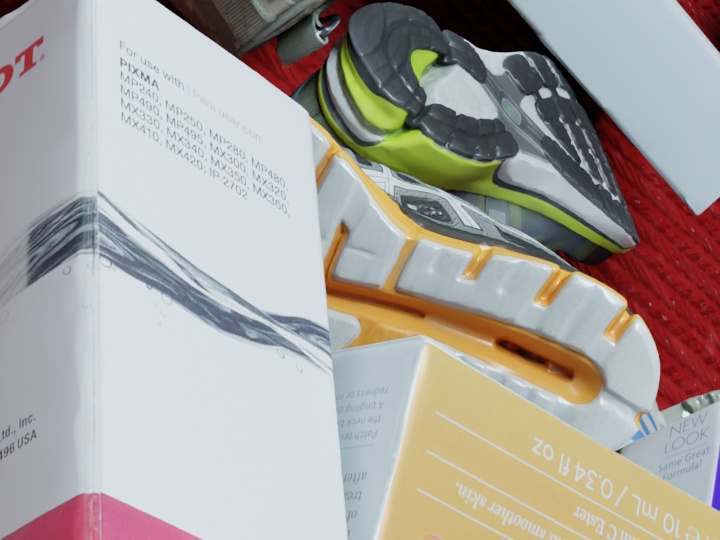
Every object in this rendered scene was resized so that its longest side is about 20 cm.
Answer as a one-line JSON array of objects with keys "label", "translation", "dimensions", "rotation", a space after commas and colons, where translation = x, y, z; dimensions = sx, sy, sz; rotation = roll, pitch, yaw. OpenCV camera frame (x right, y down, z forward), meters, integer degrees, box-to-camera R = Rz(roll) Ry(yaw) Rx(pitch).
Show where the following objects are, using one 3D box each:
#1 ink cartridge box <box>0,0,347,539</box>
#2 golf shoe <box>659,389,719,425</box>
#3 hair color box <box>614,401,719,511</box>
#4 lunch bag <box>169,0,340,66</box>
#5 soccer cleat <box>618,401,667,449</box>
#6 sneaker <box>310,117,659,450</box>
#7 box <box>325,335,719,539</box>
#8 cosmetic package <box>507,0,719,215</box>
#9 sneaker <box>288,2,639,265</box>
[{"label": "ink cartridge box", "translation": [-0.081, 0.051, 0.579], "dimensions": [0.084, 0.144, 0.201], "rotation": [32, 38, -37]}, {"label": "golf shoe", "translation": [0.170, 0.085, 0.984], "dimensions": [0.199, 0.097, 0.079], "rotation": [0, 85, -28]}, {"label": "hair color box", "translation": [0.072, 0.146, 0.720], "dimensions": [0.065, 0.109, 0.201], "rotation": [42, 40, -22]}, {"label": "lunch bag", "translation": [-0.055, -0.178, 0.835], "dimensions": [0.200, 0.139, 0.168], "rotation": [43, 45, -6]}, {"label": "soccer cleat", "translation": [0.092, 0.082, 0.868], "dimensions": [0.086, 0.070, 0.201], "rotation": [-7, 67, -56]}, {"label": "sneaker", "translation": [0.000, 0.000, 0.787], "dimensions": [0.199, 0.079, 0.077], "rotation": [29, 9, 2]}, {"label": "box", "translation": [0.004, 0.136, 0.596], "dimensions": [0.124, 0.097, 0.201], "rotation": [30, 64, -34]}, {"label": "cosmetic package", "translation": [0.087, -0.115, 0.999], "dimensions": [0.151, 0.052, 0.200], "rotation": [49, 8, -16]}, {"label": "sneaker", "translation": [0.031, -0.037, 0.886], "dimensions": [0.199, 0.081, 0.074], "rotation": [20, 45, -52]}]
